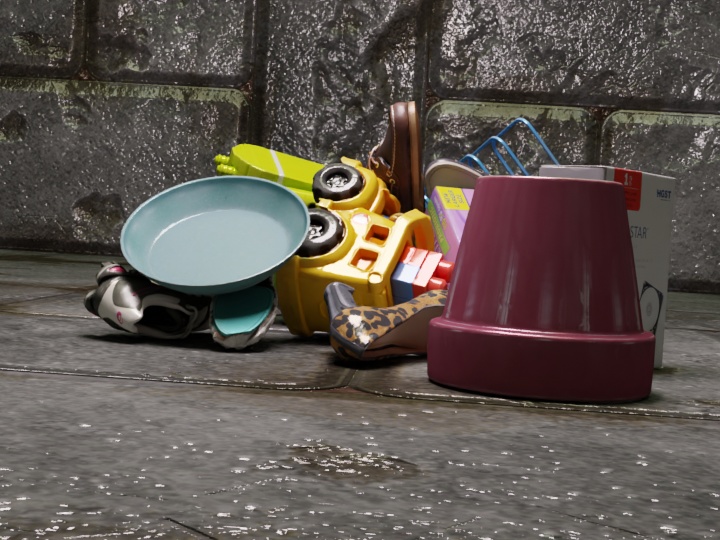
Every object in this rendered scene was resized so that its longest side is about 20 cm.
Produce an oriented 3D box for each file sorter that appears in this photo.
[{"bbox_3d":[0.166,-0.096,1.634,0.200,0.123,0.139,-37,-1,-19],"label":"file sorter"}]

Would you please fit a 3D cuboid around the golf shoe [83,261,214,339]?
[{"bbox_3d":[-0.194,0.045,1.270,0.199,0.078,0.088,3,26,-45],"label":"golf shoe"}]

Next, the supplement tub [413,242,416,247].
[{"bbox_3d":[0.000,0.000,1.532,0.199,0.145,0.144,3,2,-9],"label":"supplement tub"}]

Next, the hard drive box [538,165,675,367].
[{"bbox_3d":[0.245,-0.001,1.212,0.076,0.201,0.155,5,3,40],"label":"hard drive box"}]

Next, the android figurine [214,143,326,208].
[{"bbox_3d":[-0.085,-0.112,1.501,0.199,0.041,0.182,12,18,-17],"label":"android figurine"}]

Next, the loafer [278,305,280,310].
[{"bbox_3d":[-0.035,-0.002,1.639,0.200,0.070,0.070,-42,-14,17],"label":"loafer"}]

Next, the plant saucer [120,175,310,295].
[{"bbox_3d":[-0.150,-0.032,1.256,0.199,0.036,0.201,-3,37,2],"label":"plant saucer"}]

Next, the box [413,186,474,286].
[{"bbox_3d":[0.187,-0.003,1.413,0.199,0.097,0.176,2,42,-18],"label":"box"}]

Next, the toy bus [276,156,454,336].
[{"bbox_3d":[0.021,-0.018,1.342,0.191,0.136,0.200,9,47,20],"label":"toy bus"}]

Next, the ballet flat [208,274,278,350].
[{"bbox_3d":[-0.118,0.033,1.254,0.071,0.072,0.200,3,34,-1],"label":"ballet flat"}]

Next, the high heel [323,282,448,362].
[{"bbox_3d":[0.062,0.069,1.167,0.199,0.072,0.143,12,19,-12],"label":"high heel"}]

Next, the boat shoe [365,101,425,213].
[{"bbox_3d":[0.041,-0.118,1.415,0.070,0.071,0.201,0,-40,5],"label":"boat shoe"}]

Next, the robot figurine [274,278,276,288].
[{"bbox_3d":[-0.183,-0.008,1.771,0.175,0.116,0.200,-27,-11,19],"label":"robot figurine"}]

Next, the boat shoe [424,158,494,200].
[{"bbox_3d":[0.148,-0.089,1.491,0.200,0.073,0.063,30,29,-34],"label":"boat shoe"}]

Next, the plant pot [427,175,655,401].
[{"bbox_3d":[0.159,0.011,1.040,0.199,0.180,0.200,3,3,0],"label":"plant pot"}]
